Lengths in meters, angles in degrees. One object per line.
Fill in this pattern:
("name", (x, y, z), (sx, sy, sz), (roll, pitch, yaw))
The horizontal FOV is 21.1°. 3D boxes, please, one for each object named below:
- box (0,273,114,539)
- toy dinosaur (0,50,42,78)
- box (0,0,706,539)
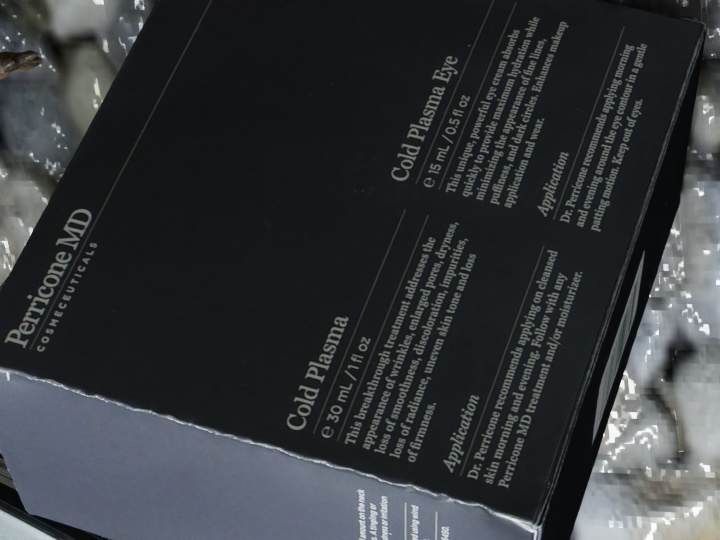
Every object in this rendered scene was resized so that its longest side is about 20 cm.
("box", (-0.066, 0.079, 0.730), (0.200, 0.159, 0.046), (27, 125, -1))
("toy dinosaur", (-0.182, -0.138, 0.729), (0.136, 0.086, 0.200), (58, 161, 8))
("box", (0.000, 0.000, 0.645), (0.182, 0.200, 0.104), (16, 148, 13))
